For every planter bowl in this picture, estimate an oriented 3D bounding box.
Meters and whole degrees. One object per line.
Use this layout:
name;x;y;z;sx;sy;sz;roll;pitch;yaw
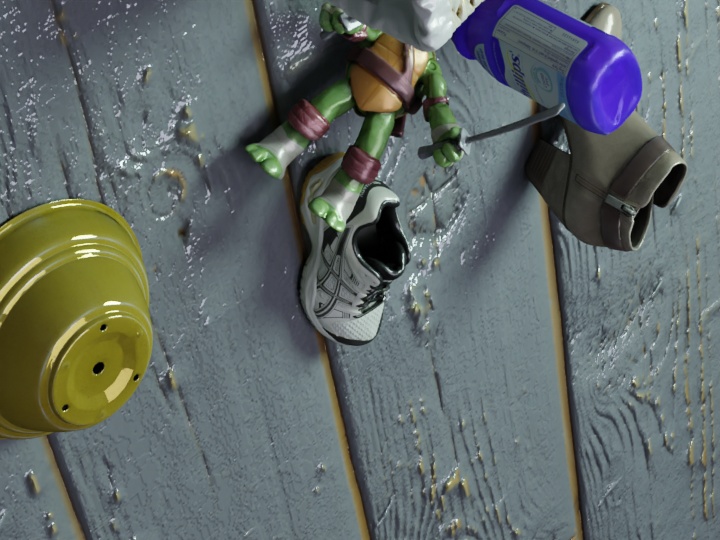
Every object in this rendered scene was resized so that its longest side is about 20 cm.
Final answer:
planter bowl;-0.214;0.056;1.563;0.200;0.083;0.202;-30;137;-33

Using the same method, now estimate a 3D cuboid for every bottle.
bottle;0.133;-0.181;1.694;0.065;0.199;0.084;-47;144;-14

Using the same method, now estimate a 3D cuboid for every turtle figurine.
turtle figurine;0.011;-0.130;1.626;0.194;0.200;0.144;-50;129;5

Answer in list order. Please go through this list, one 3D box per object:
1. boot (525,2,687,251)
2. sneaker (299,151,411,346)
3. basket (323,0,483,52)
boot;0.233;-0.121;1.902;0.070;0.146;0.202;2;114;-48
sneaker;0.000;0.000;1.771;0.075;0.087;0.201;-38;141;-27
basket;0.019;-0.296;1.480;0.161;0.197;0.201;-40;140;-26
